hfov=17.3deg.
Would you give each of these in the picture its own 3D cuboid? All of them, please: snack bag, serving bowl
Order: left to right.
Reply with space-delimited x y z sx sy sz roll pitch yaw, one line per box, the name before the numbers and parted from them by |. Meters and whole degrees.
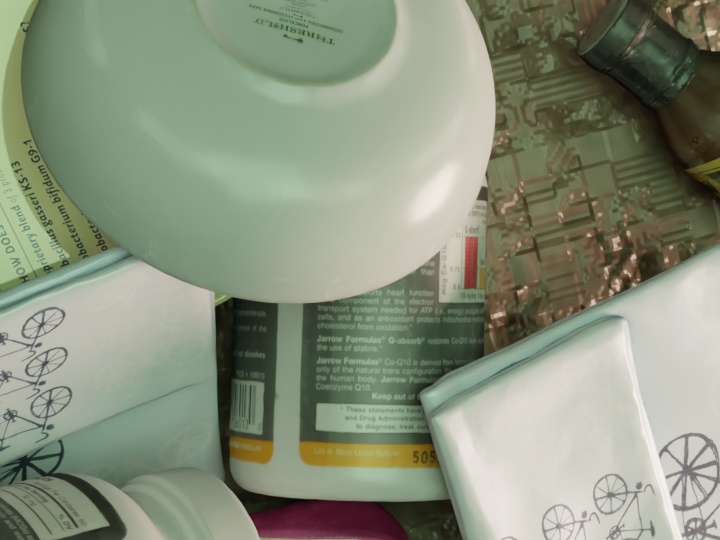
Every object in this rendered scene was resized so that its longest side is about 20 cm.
snack bag | -0.141 0.074 0.992 0.188 0.200 0.021 -24 57 -19
serving bowl | -0.034 -0.088 0.955 0.199 0.066 0.201 9 54 -12
snack bag | 0.134 0.099 1.054 0.199 0.021 0.189 -25 110 -23

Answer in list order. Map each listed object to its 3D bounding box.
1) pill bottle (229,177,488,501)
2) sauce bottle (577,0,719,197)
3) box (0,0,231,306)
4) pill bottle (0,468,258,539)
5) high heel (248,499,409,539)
pill bottle | 0.000 0.000 1.062 0.116 0.116 0.201 2 89 -14
sauce bottle | 0.192 -0.059 1.138 0.200 0.065 0.065 37 81 -9
box | -0.181 -0.025 1.029 0.199 0.097 0.177 -28 96 -13
pill bottle | -0.142 0.145 0.939 0.199 0.116 0.117 -11 92 -37
high heel | -0.076 0.149 1.052 0.199 0.096 0.068 -12 92 -14
